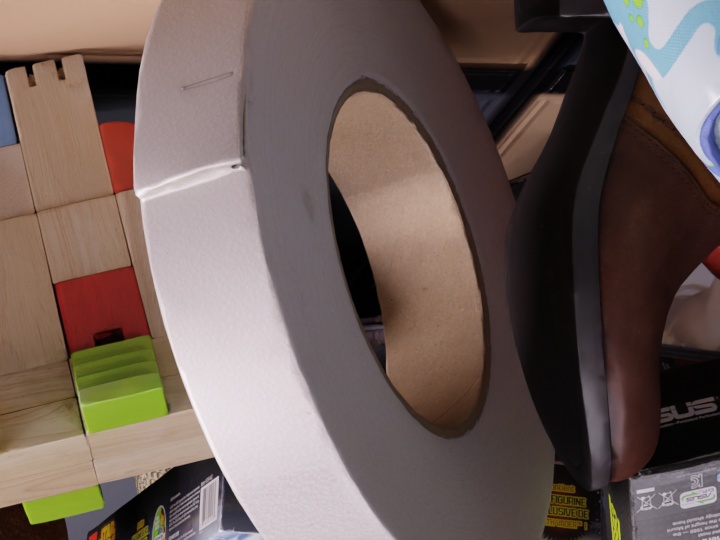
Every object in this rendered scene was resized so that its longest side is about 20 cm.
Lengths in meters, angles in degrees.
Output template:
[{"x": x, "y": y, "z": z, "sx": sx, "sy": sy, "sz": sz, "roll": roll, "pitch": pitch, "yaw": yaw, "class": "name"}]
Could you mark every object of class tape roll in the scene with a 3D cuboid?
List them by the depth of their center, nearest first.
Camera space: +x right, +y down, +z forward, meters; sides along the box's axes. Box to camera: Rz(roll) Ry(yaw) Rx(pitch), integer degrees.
[{"x": 0.000, "y": 0.000, "z": 0.813, "sx": 0.037, "sy": 0.203, "sz": 0.203, "roll": -16, "pitch": 159, "yaw": 23, "class": "tape roll"}]

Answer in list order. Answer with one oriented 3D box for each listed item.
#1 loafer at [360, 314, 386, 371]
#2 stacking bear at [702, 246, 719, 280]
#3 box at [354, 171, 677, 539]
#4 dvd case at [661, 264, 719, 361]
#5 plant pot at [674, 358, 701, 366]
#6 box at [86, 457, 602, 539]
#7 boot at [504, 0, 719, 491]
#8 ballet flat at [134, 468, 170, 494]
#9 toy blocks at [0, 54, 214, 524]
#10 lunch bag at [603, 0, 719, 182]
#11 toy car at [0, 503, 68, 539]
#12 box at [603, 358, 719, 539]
[{"x": -0.017, "y": 0.033, "z": 1.075, "sx": 0.072, "sy": 0.063, "sz": 0.200, "roll": -3, "pitch": -172, "yaw": -36, "class": "loafer"}, {"x": 0.197, "y": -0.035, "z": 0.889, "sx": 0.200, "sy": 0.121, "sz": 0.114, "roll": -10, "pitch": 124, "yaw": -11, "class": "stacking bear"}, {"x": 0.076, "y": 0.077, "z": 1.046, "sx": 0.049, "sy": 0.200, "sz": 0.161, "roll": -22, "pitch": 172, "yaw": -27, "class": "box"}, {"x": 0.181, "y": -0.022, "z": 0.981, "sx": 0.200, "sy": 0.018, "sz": 0.143, "roll": 8, "pitch": 123, "yaw": -36, "class": "dvd case"}, {"x": 0.168, "y": 0.077, "z": 1.132, "sx": 0.140, "sy": 0.200, "sz": 0.200, "roll": -21, "pitch": 162, "yaw": -10, "class": "plant pot"}, {"x": -0.013, "y": 0.101, "z": 1.023, "sx": 0.137, "sy": 0.040, "sz": 0.200, "roll": 8, "pitch": 162, "yaw": -18, "class": "box"}, {"x": 0.144, "y": -0.032, "z": 0.818, "sx": 0.200, "sy": 0.188, "sz": 0.068, "roll": -1, "pitch": 178, "yaw": -14, "class": "boot"}, {"x": -0.014, "y": 0.071, "z": 1.192, "sx": 0.200, "sy": 0.075, "sz": 0.068, "roll": -19, "pitch": 158, "yaw": 30, "class": "ballet flat"}, {"x": -0.099, "y": -0.003, "z": 0.887, "sx": 0.200, "sy": 0.137, "sz": 0.100, "roll": -13, "pitch": 159, "yaw": -5, "class": "toy blocks"}, {"x": 0.157, "y": -0.097, "z": 0.681, "sx": 0.200, "sy": 0.082, "sz": 0.161, "roll": -32, "pitch": 164, "yaw": 10, "class": "lunch bag"}, {"x": -0.108, "y": 0.043, "z": 1.003, "sx": 0.200, "sy": 0.158, "sz": 0.164, "roll": -28, "pitch": -169, "yaw": -7, "class": "toy car"}, {"x": 0.180, "y": 0.097, "z": 0.897, "sx": 0.200, "sy": 0.048, "sz": 0.193, "roll": -13, "pitch": 133, "yaw": -3, "class": "box"}]
